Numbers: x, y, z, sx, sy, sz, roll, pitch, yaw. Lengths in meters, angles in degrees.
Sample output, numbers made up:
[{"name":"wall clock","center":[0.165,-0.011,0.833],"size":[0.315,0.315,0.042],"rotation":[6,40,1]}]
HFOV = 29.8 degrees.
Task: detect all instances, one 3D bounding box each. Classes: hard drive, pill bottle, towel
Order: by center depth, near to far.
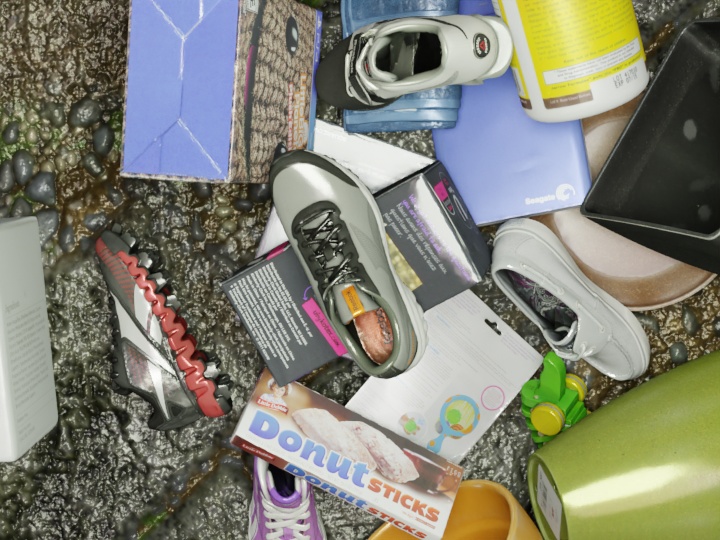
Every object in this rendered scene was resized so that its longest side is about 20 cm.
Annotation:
[{"name":"pill bottle","center":[0.160,-0.230,1.100],"size":[0.109,0.109,0.200],"rotation":[-18,109,2]},{"name":"towel","center":[0.034,-0.222,1.195],"size":[0.111,0.049,0.201],"rotation":[0,92,27]},{"name":"hard drive","center":[0.126,-0.145,1.205],"size":[0.132,0.025,0.201],"rotation":[-11,87,15]}]

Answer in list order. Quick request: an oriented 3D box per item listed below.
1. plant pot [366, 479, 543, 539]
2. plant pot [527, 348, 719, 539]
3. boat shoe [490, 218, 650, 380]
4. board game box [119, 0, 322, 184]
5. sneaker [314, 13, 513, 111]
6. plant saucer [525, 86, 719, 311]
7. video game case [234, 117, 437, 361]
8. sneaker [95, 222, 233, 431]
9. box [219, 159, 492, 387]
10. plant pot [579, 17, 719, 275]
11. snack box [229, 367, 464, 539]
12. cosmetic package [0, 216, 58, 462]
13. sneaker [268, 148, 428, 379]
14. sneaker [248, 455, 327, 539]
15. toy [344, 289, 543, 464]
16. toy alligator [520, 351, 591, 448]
[{"name":"plant pot","center":[0.103,0.320,1.195],"size":[0.200,0.200,0.183],"rotation":[-37,108,4]},{"name":"plant pot","center":[0.251,0.177,1.153],"size":[0.199,0.187,0.188],"rotation":[-13,94,-10]},{"name":"boat shoe","center":[0.184,0.041,1.191],"size":[0.072,0.069,0.200],"rotation":[-14,128,40]},{"name":"board game box","center":[-0.112,-0.153,1.138],"size":[0.097,0.200,0.160],"rotation":[5,95,16]},{"name":"sneaker","center":[0.020,-0.175,1.118],"size":[0.200,0.088,0.074],"rotation":[-8,92,44]},{"name":"plant saucer","center":[0.247,-0.065,1.229],"size":[0.200,0.037,0.201],"rotation":[0,95,1]},{"name":"video game case","center":[-0.017,-0.026,1.246],"size":[0.143,0.019,0.201],"rotation":[19,94,0]},{"name":"sneaker","center":[-0.198,0.059,1.228],"size":[0.098,0.071,0.201],"rotation":[-29,95,1]},{"name":"box","center":[0.000,0.000,1.163],"size":[0.200,0.122,0.106],"rotation":[-28,94,13]},{"name":"plant pot","center":[0.340,-0.080,1.120],"size":[0.177,0.199,0.200],"rotation":[31,85,-23]},{"name":"snack box","center":[-0.010,0.160,1.172],"size":[0.200,0.024,0.072],"rotation":[28,57,-7]},{"name":"cosmetic package","center":[-0.371,0.059,1.185],"size":[0.164,0.165,0.201],"rotation":[-4,95,1]},{"name":"sneaker","center":[-0.010,-0.005,1.060],"size":[0.074,0.079,0.200],"rotation":[-29,93,16]},{"name":"sneaker","center":[-0.070,0.221,1.219],"size":[0.072,0.114,0.201],"rotation":[-5,96,0]},{"name":"toy","center":[0.059,0.118,1.236],"size":[0.115,0.047,0.200],"rotation":[42,81,-11]},{"name":"toy alligator","center":[0.187,0.162,1.241],"size":[0.054,0.059,0.200],"rotation":[-4,118,40]}]
